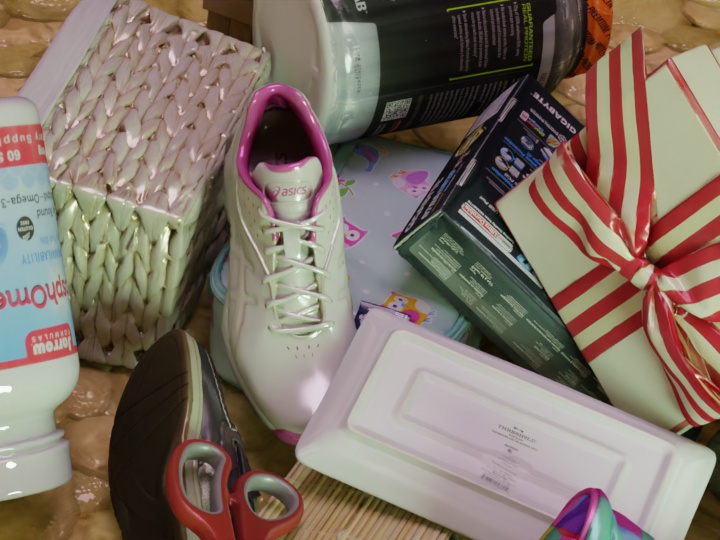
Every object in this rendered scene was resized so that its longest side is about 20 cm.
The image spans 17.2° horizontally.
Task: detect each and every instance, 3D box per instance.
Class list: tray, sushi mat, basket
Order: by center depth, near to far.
[{"bbox_3d":[-0.010,0.137,1.186,0.095,0.012,0.200,12,29,18],"label":"sushi mat"},{"bbox_3d":[0.076,0.090,1.214,0.199,0.022,0.108,23,56,9],"label":"tray"},{"bbox_3d":[-0.139,-0.050,1.384,0.123,0.136,0.200,17,40,5],"label":"basket"}]

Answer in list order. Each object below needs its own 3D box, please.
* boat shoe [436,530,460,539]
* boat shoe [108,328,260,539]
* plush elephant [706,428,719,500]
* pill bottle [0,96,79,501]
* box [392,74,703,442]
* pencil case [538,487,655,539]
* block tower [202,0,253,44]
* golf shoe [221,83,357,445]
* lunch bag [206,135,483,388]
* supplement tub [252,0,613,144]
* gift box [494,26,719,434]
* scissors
[{"bbox_3d":[0.030,0.177,1.191,0.074,0.063,0.200,-11,31,-19],"label":"boat shoe"},{"bbox_3d":[-0.086,0.120,1.236,0.066,0.072,0.202,28,35,-30],"label":"boat shoe"},{"bbox_3d":[0.257,0.122,1.223,0.199,0.155,0.165,24,41,20],"label":"plush elephant"},{"bbox_3d":[-0.205,0.016,1.227,0.108,0.201,0.109,-9,3,1],"label":"pill bottle"},{"bbox_3d":[0.129,0.002,1.363,0.200,0.046,0.159,43,40,-8],"label":"box"},{"bbox_3d":[0.167,0.187,1.135,0.199,0.089,0.089,32,40,-2],"label":"pencil case"},{"bbox_3d":[-0.051,-0.214,1.665,0.054,0.058,0.200,18,37,11],"label":"block tower"},{"bbox_3d":[-0.041,-0.007,1.269,0.075,0.092,0.201,-7,66,-5],"label":"golf shoe"},{"bbox_3d":[0.000,0.000,1.389,0.160,0.077,0.200,17,39,10],"label":"lunch bag"},{"bbox_3d":[0.045,-0.150,1.436,0.199,0.123,0.123,-12,43,-25],"label":"supplement tub"},{"bbox_3d":[0.201,-0.035,1.264,0.186,0.200,0.185,-23,74,-40],"label":"gift box"},{"bbox_3d":[-0.062,0.146,1.121,0.073,0.014,0.200,23,28,-13],"label":"scissors"}]
